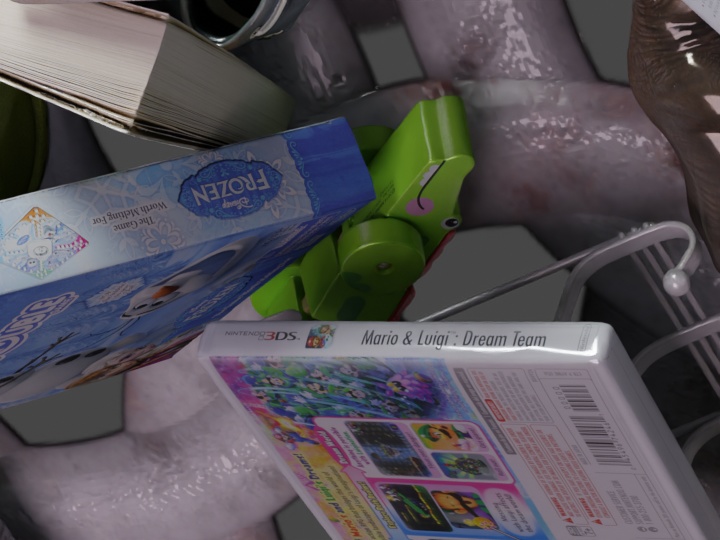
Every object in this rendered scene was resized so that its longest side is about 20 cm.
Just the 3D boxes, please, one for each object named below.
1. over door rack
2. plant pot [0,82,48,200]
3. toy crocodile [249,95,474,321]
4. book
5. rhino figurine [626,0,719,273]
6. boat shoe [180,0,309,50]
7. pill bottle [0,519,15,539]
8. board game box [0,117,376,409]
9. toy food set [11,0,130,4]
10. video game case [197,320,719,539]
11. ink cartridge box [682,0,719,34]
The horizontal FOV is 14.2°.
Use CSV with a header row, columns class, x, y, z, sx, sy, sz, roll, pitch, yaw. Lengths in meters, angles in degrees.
class,x,y,z,sx,sy,sz,roll,pitch,yaw
over door rack,0.075,0.062,1.244,0.199,0.067,0.148,-15,138,21
plant pot,-0.273,-0.040,1.301,0.200,0.193,0.201,12,124,18
toy crocodile,0.000,0.000,1.285,0.062,0.068,0.200,13,132,-26
book,-0.116,-0.091,1.206,0.133,0.200,0.048,20,92,14
rhino figurine,0.155,-0.073,1.172,0.087,0.060,0.200,-15,111,29
boat shoe,-0.023,-0.172,1.187,0.073,0.062,0.200,32,127,7
pill bottle,-0.226,0.160,1.457,0.113,0.113,0.200,-22,109,33
board game box,-0.124,0.010,1.237,0.200,0.199,0.043,-37,72,53
toy food set,-0.050,-0.191,1.107,0.143,0.200,0.060,1,149,28
video game case,0.051,0.084,1.217,0.182,0.024,0.200,0,145,28
ink cartridge box,0.135,-0.171,1.037,0.200,0.041,0.200,44,153,24
